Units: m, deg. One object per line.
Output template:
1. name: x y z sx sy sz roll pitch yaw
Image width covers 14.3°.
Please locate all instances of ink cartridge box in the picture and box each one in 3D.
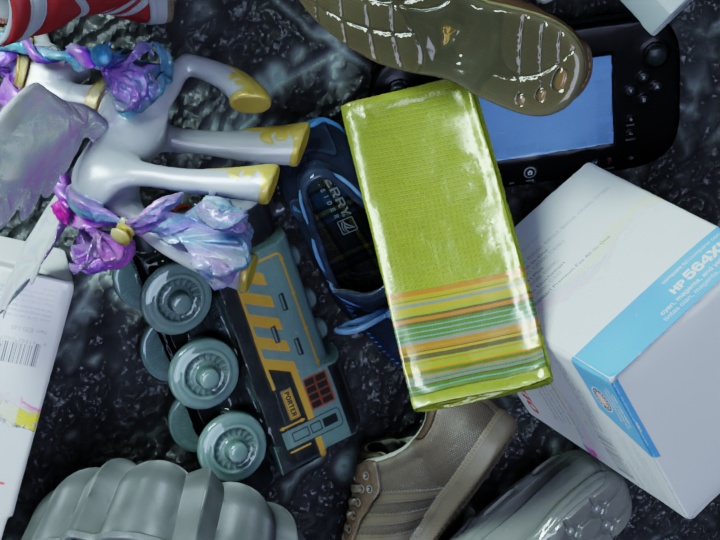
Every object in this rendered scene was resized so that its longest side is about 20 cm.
1. ink cartridge box: -0.258 0.078 1.759 0.116 0.068 0.201 13 106 -16
2. ink cartridge box: 0.164 0.035 1.765 0.125 0.200 0.129 -41 126 -12

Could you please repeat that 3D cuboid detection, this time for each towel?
1. towel: 0.050 -0.018 1.704 0.086 0.018 0.201 -13 72 -4

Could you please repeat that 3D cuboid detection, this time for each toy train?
1. toy train: -0.077 0.042 1.782 0.114 0.085 0.201 -25 112 -15

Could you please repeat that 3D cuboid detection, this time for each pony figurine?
1. pony figurine: -0.148 -0.057 1.657 0.199 0.194 0.167 17 146 6

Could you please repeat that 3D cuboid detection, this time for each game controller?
1. game controller: 0.102 -0.102 1.783 0.199 0.042 0.105 -9 112 -8

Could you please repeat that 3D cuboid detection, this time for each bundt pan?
1. bundt pan: -0.116 0.182 1.784 0.201 0.076 0.202 10 149 6

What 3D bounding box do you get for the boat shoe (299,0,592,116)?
1. boat shoe: 0.048 -0.151 1.718 0.199 0.068 0.072 27 104 12

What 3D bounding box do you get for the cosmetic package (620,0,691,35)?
1. cosmetic package: 0.192 -0.261 1.676 0.200 0.052 0.151 -44 86 -14

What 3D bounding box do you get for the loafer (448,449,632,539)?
1. loafer: 0.086 0.189 1.858 0.200 0.070 0.070 -34 125 -14

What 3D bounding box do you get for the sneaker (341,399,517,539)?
1. sneaker: 0.024 0.148 1.851 0.075 0.070 0.200 39 114 8

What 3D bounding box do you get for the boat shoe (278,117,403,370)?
1. boat shoe: 0.000 0.000 1.774 0.084 0.069 0.200 -31 122 13

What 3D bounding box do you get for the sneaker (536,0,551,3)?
1. sneaker: 0.140 -0.208 1.741 0.199 0.078 0.100 10 115 -6

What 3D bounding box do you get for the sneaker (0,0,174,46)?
1. sneaker: -0.164 -0.167 1.622 0.112 0.200 0.072 -15 89 -5
